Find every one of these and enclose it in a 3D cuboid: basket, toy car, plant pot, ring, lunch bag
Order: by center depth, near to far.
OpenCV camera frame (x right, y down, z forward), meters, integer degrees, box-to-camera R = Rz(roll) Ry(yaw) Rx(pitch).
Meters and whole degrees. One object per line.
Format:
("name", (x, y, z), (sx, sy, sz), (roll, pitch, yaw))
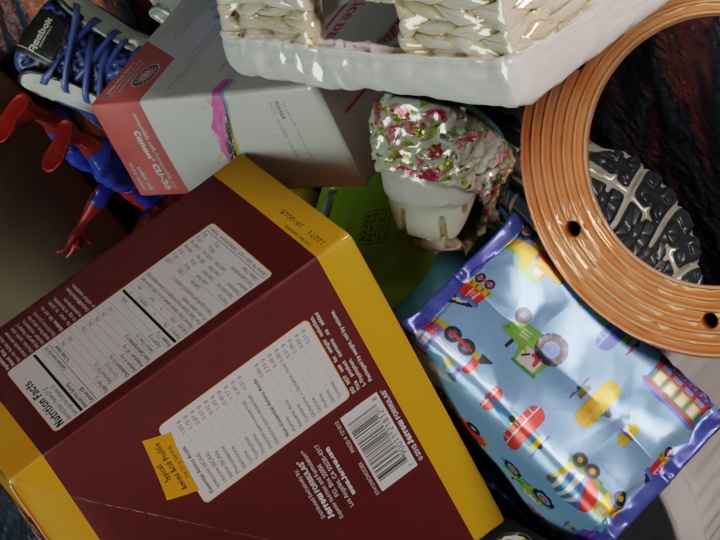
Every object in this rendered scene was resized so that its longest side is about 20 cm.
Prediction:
("basket", (0.044, -0.193, 1.056), (0.197, 0.200, 0.162), (11, 129, 43))
("ring", (0.174, -0.058, 1.108), (0.199, 0.019, 0.202), (2, 94, 22))
("lunch bag", (0.085, 0.084, 1.214), (0.151, 0.094, 0.200), (44, 158, 8))
("toy car", (0.000, 0.000, 1.363), (0.149, 0.176, 0.199), (26, 159, -31))
("plant pot", (-0.256, -0.019, 1.618), (0.173, 0.201, 0.200), (38, 149, -11))

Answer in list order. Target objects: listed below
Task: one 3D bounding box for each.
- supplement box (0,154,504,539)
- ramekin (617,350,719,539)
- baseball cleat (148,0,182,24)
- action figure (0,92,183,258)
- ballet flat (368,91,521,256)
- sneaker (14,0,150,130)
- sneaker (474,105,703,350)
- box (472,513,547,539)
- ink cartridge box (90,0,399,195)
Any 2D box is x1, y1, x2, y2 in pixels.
("supplement box", (-0.071, 0.092, 1.156), (0.133, 0.199, 0.198), (38, 160, 57))
("ramekin", (0.135, 0.100, 1.325), (0.200, 0.105, 0.201), (31, 143, 26))
("baseball cleat", (-0.066, -0.172, 1.344), (0.199, 0.070, 0.107), (26, 155, 37))
("action figure", (-0.177, -0.045, 1.487), (0.065, 0.099, 0.200), (32, -175, 24))
("ballet flat", (0.042, -0.043, 1.129), (0.075, 0.064, 0.200), (12, 176, 12))
("sneaker", (-0.148, -0.115, 1.403), (0.115, 0.081, 0.199), (24, 180, -39))
("sneaker", (0.111, -0.035, 1.260), (0.200, 0.077, 0.086), (53, 156, 11))
("box", (0.089, 0.184, 1.242), (0.159, 0.046, 0.200), (47, 168, -28))
("ink cartridge box", (-0.029, -0.101, 1.208), (0.199, 0.117, 0.068), (-1, 130, 39))
